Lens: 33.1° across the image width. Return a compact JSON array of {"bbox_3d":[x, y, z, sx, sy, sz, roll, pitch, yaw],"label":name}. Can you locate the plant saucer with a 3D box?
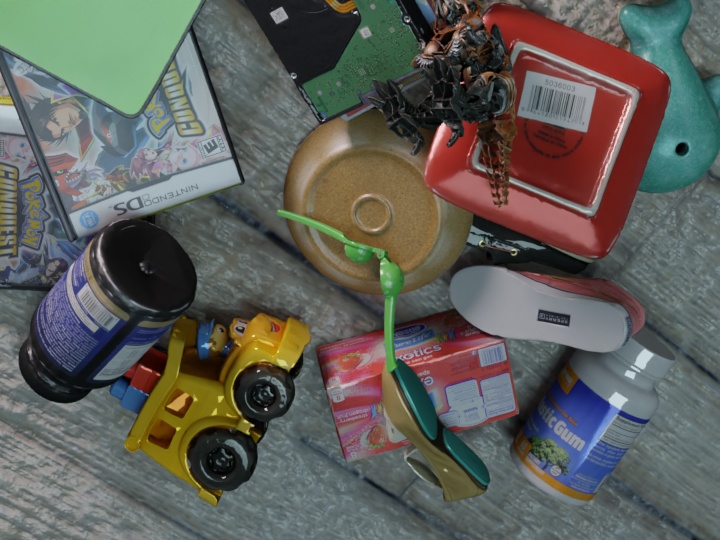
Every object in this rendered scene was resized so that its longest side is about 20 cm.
[{"bbox_3d":[0.014,-0.062,1.233,0.200,0.035,0.201,4,111,11],"label":"plant saucer"}]

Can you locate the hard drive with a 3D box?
[{"bbox_3d":[-0.028,-0.249,1.119,0.140,0.038,0.200,-22,111,29],"label":"hard drive"}]

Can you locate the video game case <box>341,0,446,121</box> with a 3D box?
[{"bbox_3d":[-0.012,-0.254,1.144,0.143,0.017,0.200,-24,111,29],"label":"video game case"}]

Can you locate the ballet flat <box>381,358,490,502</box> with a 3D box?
[{"bbox_3d":[0.063,0.176,1.267,0.063,0.069,0.200,-28,116,19],"label":"ballet flat"}]

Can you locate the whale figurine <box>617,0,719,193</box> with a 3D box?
[{"bbox_3d":[0.308,-0.173,1.234,0.159,0.104,0.200,-8,115,-6],"label":"whale figurine"}]

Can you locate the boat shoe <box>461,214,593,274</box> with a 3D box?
[{"bbox_3d":[0.154,-0.040,1.287,0.201,0.074,0.063,21,114,-15],"label":"boat shoe"}]

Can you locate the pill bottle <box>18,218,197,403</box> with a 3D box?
[{"bbox_3d":[-0.256,0.047,1.195,0.112,0.112,0.200,32,129,-21],"label":"pill bottle"}]

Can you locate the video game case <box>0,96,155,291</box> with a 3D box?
[{"bbox_3d":[-0.296,-0.072,1.216,0.180,0.026,0.200,3,113,-12],"label":"video game case"}]

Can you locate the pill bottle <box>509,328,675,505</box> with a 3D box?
[{"bbox_3d":[0.266,0.157,1.373,0.112,0.112,0.200,25,107,-19],"label":"pill bottle"}]

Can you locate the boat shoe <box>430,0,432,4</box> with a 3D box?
[{"bbox_3d":[0.060,-0.273,1.162,0.200,0.070,0.071,-22,112,28],"label":"boat shoe"}]

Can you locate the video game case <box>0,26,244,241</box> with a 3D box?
[{"bbox_3d":[-0.228,-0.148,1.158,0.180,0.026,0.200,-19,111,-3],"label":"video game case"}]

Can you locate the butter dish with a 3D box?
[{"bbox_3d":[0.173,-0.131,1.192,0.200,0.148,0.200,21,88,-4],"label":"butter dish"}]

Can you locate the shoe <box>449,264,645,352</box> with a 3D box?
[{"bbox_3d":[0.199,0.037,1.285,0.200,0.091,0.072,14,103,26],"label":"shoe"}]

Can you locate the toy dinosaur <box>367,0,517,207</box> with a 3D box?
[{"bbox_3d":[0.098,-0.160,1.069,0.136,0.200,0.102,-22,166,-40],"label":"toy dinosaur"}]

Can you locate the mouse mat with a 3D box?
[{"bbox_3d":[-0.253,-0.250,1.096,0.200,0.008,0.161,28,102,-18],"label":"mouse mat"}]

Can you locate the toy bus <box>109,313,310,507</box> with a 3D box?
[{"bbox_3d":[-0.170,0.115,1.279,0.192,0.136,0.200,30,105,-4],"label":"toy bus"}]

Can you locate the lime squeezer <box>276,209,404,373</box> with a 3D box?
[{"bbox_3d":[0.000,0.000,1.215,0.071,0.038,0.200,-39,83,27],"label":"lime squeezer"}]

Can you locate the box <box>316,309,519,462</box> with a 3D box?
[{"bbox_3d":[0.062,0.122,1.329,0.200,0.095,0.103,-16,116,-2],"label":"box"}]
